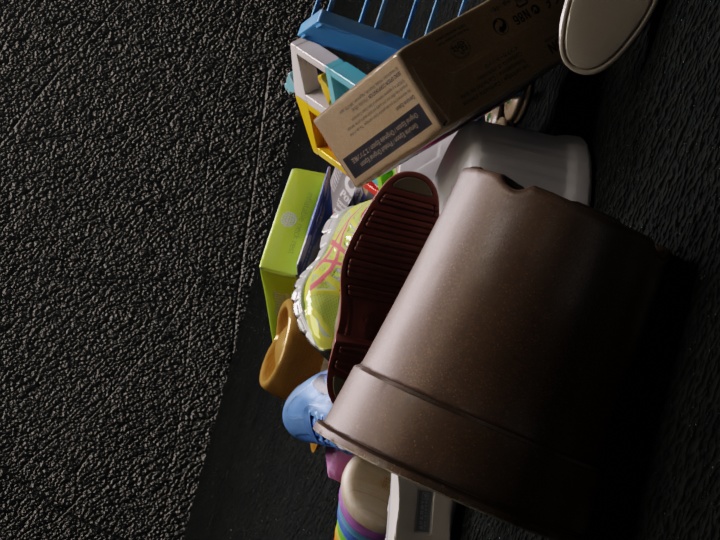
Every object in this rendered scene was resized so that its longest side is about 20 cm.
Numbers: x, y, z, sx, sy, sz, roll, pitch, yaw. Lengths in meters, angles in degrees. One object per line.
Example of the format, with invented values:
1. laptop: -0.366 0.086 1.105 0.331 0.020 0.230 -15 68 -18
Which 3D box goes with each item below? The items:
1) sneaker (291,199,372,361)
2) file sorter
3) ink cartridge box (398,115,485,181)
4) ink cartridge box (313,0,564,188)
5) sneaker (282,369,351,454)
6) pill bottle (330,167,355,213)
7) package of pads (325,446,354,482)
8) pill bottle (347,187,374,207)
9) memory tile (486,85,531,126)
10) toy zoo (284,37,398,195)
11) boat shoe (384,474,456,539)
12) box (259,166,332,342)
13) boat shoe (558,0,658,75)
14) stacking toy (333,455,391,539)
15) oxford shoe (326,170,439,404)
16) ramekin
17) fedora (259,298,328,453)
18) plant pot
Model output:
1. sneaker: 0.000 0.000 1.727 0.090 0.078 0.201 -31 33 36
2. file sorter: 0.061 -0.248 1.790 0.139 0.199 0.123 -173 101 -80
3. ink cartridge box: 0.081 -0.061 1.743 0.200 0.066 0.116 79 -164 -53
4. ink cartridge box: 0.083 -0.162 1.578 0.200 0.075 0.165 -33 0 -29
5. sneaker: -0.014 0.133 1.731 0.199 0.066 0.078 -10 21 46
6. pill bottle: 0.031 -0.118 2.123 0.111 0.110 0.201 -87 15 -54
7. package of pads: 0.025 0.107 1.895 0.121 0.075 0.201 -93 21 -64
8. pill bottle: 0.031 -0.029 1.974 0.112 0.111 0.200 -84 13 -46
9. memory tile: 0.145 -0.197 1.864 0.200 0.017 0.154 -93 21 -64
10. toy zoo: -0.013 -0.145 1.853 0.200 0.020 0.132 38 149 45
11. boat shoe: 0.055 0.190 1.630 0.069 0.072 0.201 133 142 -70
12. box: -0.062 -0.014 1.971 0.200 0.047 0.122 87 -162 -63
13. boat shoe: 0.204 -0.240 1.448 0.057 0.067 0.201 0 -69 -83
14. stacking toy: 0.005 0.241 1.796 0.200 0.085 0.086 113 169 -57
15. oxford shoe: 0.013 0.013 1.532 0.075 0.070 0.201 -90 18 -78
16. ramekin: 0.107 -0.024 1.547 0.200 0.097 0.202 -164 90 -81
17. fedora: -0.049 0.081 1.886 0.201 0.081 0.202 -162 90 -85
18. plant pot: 0.097 0.051 1.237 0.200 0.199 0.199 -159 91 -81
